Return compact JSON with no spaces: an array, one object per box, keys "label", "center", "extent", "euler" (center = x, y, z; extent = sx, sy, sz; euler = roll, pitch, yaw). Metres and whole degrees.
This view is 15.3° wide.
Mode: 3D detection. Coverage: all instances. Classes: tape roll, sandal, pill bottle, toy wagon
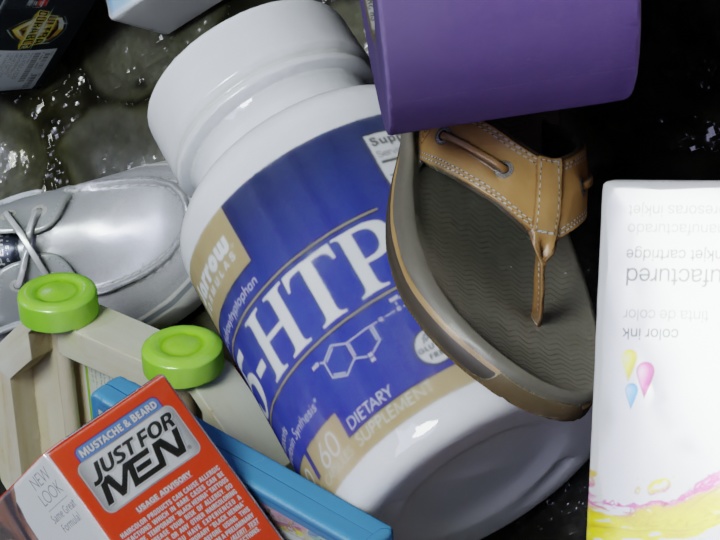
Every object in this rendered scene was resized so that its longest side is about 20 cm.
[{"label":"tape roll","center":[0.035,-0.150,0.893],"extent":[0.084,0.200,0.201],"euler":[-8,77,-2]},{"label":"sandal","center":[0.055,-0.039,0.960],"extent":[0.055,0.081,0.201],"euler":[-50,29,45]},{"label":"pill bottle","center":[0.000,0.000,1.023],"extent":[0.120,0.119,0.201],"euler":[-43,62,23]},{"label":"toy wagon","center":[-0.072,0.090,1.074],"extent":[0.199,0.040,0.156],"euler":[21,127,34]}]

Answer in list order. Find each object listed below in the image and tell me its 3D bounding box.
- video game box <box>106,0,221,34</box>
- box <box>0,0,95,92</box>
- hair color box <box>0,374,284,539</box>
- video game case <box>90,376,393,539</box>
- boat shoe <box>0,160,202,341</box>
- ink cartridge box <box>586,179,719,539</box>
[{"label":"video game box","center":[-0.044,-0.226,1.129],"extent":[0.199,0.047,0.183],"euler":[-28,67,30]},{"label":"box","center":[-0.160,-0.201,1.165],"extent":[0.159,0.046,0.201],"euler":[-48,55,55]},{"label":"hair color box","center":[-0.054,0.150,0.974],"extent":[0.200,0.064,0.111],"euler":[54,145,5]},{"label":"video game case","center":[-0.041,0.150,1.027],"extent":[0.143,0.018,0.201],"euler":[27,135,35]},{"label":"boat shoe","center":[-0.142,-0.004,1.154],"extent":[0.199,0.068,0.072],"euler":[-11,78,34]},{"label":"ink cartridge box","center":[0.156,0.074,0.910],"extent":[0.144,0.084,0.201],"euler":[1,84,23]}]
